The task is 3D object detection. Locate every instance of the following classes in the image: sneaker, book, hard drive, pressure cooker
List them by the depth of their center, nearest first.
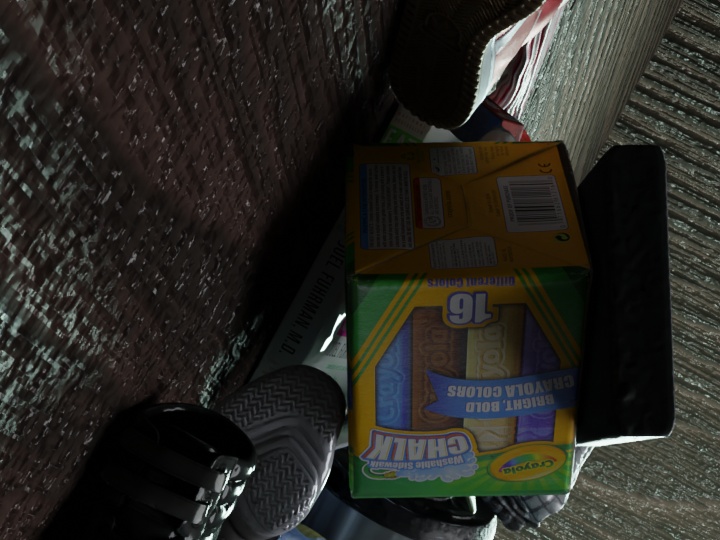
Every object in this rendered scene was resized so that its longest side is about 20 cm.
[{"bbox_3d":[-0.103,0.122,0.653,0.200,0.071,0.099,-57,170,-65],"label":"sneaker"},{"bbox_3d":[0.078,-0.164,0.778,0.113,0.071,0.200,-53,176,-27],"label":"sneaker"},{"bbox_3d":[0.130,0.022,0.818,0.200,0.033,0.140,91,-2,-82],"label":"hard drive"},{"bbox_3d":[-0.069,0.135,0.865,0.200,0.075,0.114,-57,173,7],"label":"sneaker"},{"bbox_3d":[0.000,0.000,0.950,0.200,0.048,0.134,-61,165,2],"label":"book"},{"bbox_3d":[-0.006,0.235,1.210,0.176,0.178,0.200,5,115,-58],"label":"pressure cooker"}]

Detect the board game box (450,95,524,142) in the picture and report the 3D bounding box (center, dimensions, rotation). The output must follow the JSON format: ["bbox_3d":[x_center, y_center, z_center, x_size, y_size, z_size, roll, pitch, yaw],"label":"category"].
[{"bbox_3d":[0.062,-0.020,1.069,0.103,0.019,0.201,-119,-136,-69],"label":"board game box"}]

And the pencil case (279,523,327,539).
[{"bbox_3d":[-0.069,0.214,1.028,0.200,0.090,0.083,31,63,-79],"label":"pencil case"}]

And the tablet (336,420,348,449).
[{"bbox_3d":[-0.016,0.110,1.021,0.130,0.014,0.200,-18,175,9],"label":"tablet"}]

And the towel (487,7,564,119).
[{"bbox_3d":[0.140,-0.218,1.087,0.146,0.030,0.200,102,11,-65],"label":"towel"}]

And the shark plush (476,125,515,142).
[{"bbox_3d":[0.062,0.010,0.965,0.083,0.091,0.200,-87,-176,-52],"label":"shark plush"}]

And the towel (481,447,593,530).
[{"bbox_3d":[0.115,0.088,1.203,0.085,0.166,0.200,-26,-161,37],"label":"towel"}]

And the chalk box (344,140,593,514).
[{"bbox_3d":[0.052,0.044,0.839,0.125,0.123,0.200,-92,-178,-53],"label":"chalk box"}]

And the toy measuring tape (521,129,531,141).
[{"bbox_3d":[0.098,-0.082,1.119,0.074,0.073,0.200,-61,178,-1],"label":"toy measuring tape"}]
